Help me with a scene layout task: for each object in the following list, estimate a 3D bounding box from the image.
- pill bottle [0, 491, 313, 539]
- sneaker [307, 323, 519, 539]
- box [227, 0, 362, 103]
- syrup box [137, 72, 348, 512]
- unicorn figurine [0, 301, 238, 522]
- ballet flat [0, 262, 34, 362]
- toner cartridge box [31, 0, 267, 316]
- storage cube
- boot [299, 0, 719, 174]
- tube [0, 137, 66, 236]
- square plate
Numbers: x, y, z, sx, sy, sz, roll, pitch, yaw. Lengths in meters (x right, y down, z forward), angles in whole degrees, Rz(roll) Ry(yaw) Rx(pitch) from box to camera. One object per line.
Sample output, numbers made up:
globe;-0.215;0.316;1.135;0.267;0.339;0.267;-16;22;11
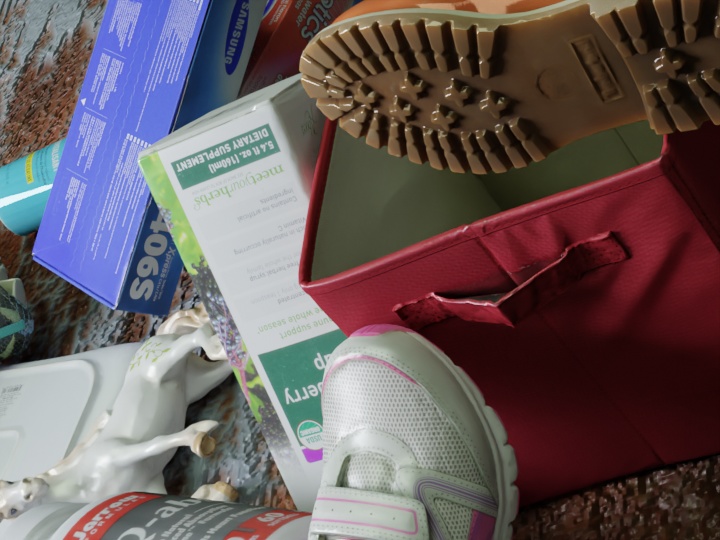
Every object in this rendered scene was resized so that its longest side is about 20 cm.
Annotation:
pill bottle;-0.084;0.163;0.794;0.198;0.116;0.117;0;53;42
sneaker;0.013;0.123;0.680;0.081;0.088;0.203;-8;91;37
box;-0.044;-0.146;1.088;0.099;0.096;0.201;0;54;44
syrup box;-0.017;0.014;0.805;0.078;0.202;0.081;-18;12;28
unicorn figurine;-0.123;0.090;0.950;0.136;0.074;0.200;-7;28;35
ballet flat;-0.263;0.019;1.160;0.074;0.074;0.200;-45;30;-4
toner cartridge box;-0.125;-0.084;1.005;0.095;0.043;0.202;27;101;42
storage cube;0.098;-0.026;0.762;0.169;0.180;0.202;-19;42;28
boot;0.073;-0.101;0.656;0.198;0.075;0.108;-5;46;28
tube;-0.162;-0.084;1.186;0.198;0.050;0.078;-23;47;17
square plate;-0.224;0.128;1.038;0.198;0.028;0.200;-10;47;36
